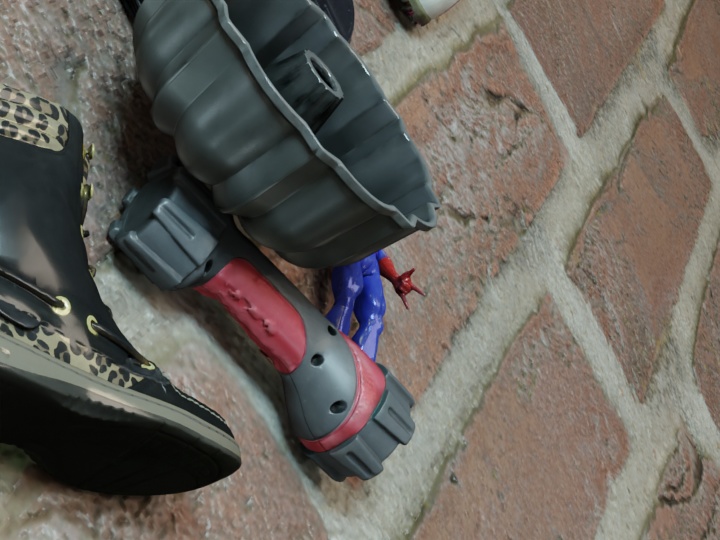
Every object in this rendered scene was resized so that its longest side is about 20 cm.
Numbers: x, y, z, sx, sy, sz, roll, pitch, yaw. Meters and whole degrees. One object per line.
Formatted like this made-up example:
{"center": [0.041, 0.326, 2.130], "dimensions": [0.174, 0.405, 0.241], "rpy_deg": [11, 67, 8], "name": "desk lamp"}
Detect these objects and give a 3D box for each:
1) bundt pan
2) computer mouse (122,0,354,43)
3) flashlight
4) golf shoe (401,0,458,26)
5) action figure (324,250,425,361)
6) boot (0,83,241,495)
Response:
{"center": [-0.047, -0.084, 0.845], "dimensions": [0.202, 0.076, 0.202], "rpy_deg": [48, 18, -21], "name": "bundt pan"}
{"center": [-0.080, -0.160, 0.985], "dimensions": [0.200, 0.053, 0.139], "rpy_deg": [-20, 87, -52], "name": "computer mouse"}
{"center": [-0.053, 0.032, 0.849], "dimensions": [0.200, 0.068, 0.068], "rpy_deg": [46, -2, -28], "name": "flashlight"}
{"center": [0.077, -0.272, 1.332], "dimensions": [0.073, 0.092, 0.200], "rpy_deg": [57, 28, -19], "name": "golf shoe"}
{"center": [0.000, 0.000, 0.995], "dimensions": [0.065, 0.052, 0.201], "rpy_deg": [36, 35, -39], "name": "action figure"}
{"center": [-0.131, 0.011, 0.707], "dimensions": [0.200, 0.073, 0.151], "rpy_deg": [28, 43, -44], "name": "boot"}
